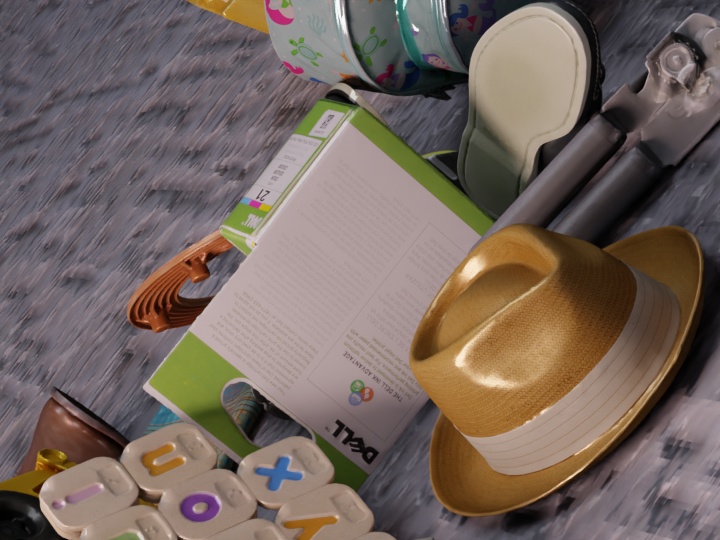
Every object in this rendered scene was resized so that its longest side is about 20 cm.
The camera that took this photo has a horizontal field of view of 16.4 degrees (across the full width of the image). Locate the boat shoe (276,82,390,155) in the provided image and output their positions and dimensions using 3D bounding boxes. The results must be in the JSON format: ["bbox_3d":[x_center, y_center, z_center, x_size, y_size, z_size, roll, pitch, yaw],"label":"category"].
[{"bbox_3d":[-0.018,-0.064,1.634,0.063,0.074,0.201,-40,-5,-15],"label":"boat shoe"}]

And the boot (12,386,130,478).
[{"bbox_3d":[-0.239,0.183,1.692,0.200,0.064,0.186,-52,-9,-15],"label":"boot"}]

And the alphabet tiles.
[{"bbox_3d":[-0.080,0.161,1.301,0.196,0.015,0.200,-23,50,-26],"label":"alphabet tiles"}]

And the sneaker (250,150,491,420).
[{"bbox_3d":[0.000,0.000,1.550,0.200,0.078,0.090,-46,11,2],"label":"sneaker"}]

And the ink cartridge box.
[{"bbox_3d":[-0.020,0.023,1.438,0.200,0.148,0.076,-52,20,-6],"label":"ink cartridge box"}]

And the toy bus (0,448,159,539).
[{"bbox_3d":[-0.137,0.190,1.406,0.192,0.200,0.136,-29,-41,-52],"label":"toy bus"}]

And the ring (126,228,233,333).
[{"bbox_3d":[-0.055,-0.007,1.599,0.200,0.019,0.200,-24,-13,-6],"label":"ring"}]

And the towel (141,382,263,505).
[{"bbox_3d":[-0.116,0.116,1.663,0.147,0.022,0.200,-25,32,51],"label":"towel"}]

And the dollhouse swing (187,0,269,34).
[{"bbox_3d":[-0.027,-0.264,1.958,0.176,0.182,0.200,-69,18,7],"label":"dollhouse swing"}]

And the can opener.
[{"bbox_3d":[0.145,-0.060,1.408,0.200,0.053,0.067,-47,-12,9],"label":"can opener"}]

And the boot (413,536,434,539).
[{"bbox_3d":[-0.023,0.201,1.161,0.144,0.072,0.200,-16,18,3],"label":"boot"}]

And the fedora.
[{"bbox_3d":[0.087,0.034,1.289,0.201,0.082,0.201,-42,22,21],"label":"fedora"}]

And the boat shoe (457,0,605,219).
[{"bbox_3d":[0.108,-0.103,1.443,0.066,0.074,0.199,-43,-20,-27],"label":"boat shoe"}]

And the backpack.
[{"bbox_3d":[0.035,-0.198,1.605,0.200,0.178,0.151,-13,21,-41],"label":"backpack"}]
